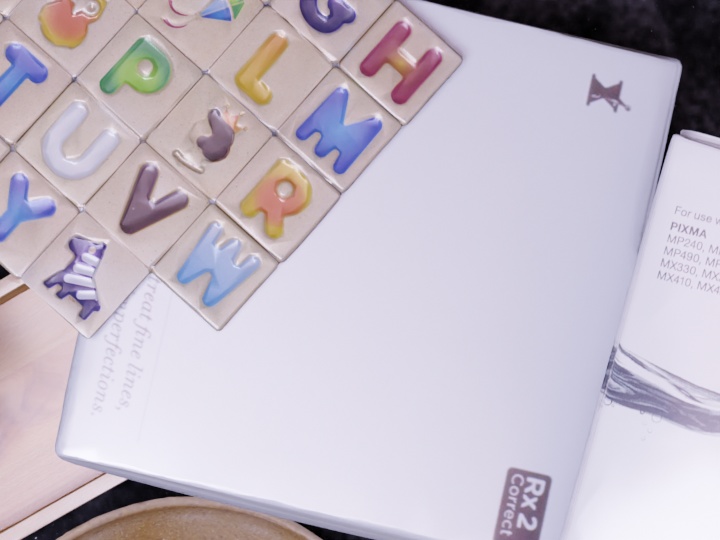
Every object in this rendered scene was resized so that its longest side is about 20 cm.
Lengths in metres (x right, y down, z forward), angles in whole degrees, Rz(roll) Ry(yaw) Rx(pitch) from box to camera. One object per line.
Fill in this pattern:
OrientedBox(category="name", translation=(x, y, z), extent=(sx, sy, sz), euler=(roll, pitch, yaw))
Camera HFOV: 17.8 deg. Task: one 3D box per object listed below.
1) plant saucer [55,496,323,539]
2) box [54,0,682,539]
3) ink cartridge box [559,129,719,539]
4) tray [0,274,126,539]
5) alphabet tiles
OrientedBox(category="plant saucer", translation=(-0.073, 0.194, 0.945), extent=(0.199, 0.035, 0.201), euler=(3, 82, -18))
OrientedBox(category="box", translation=(0.000, 0.000, 0.893), extent=(0.199, 0.131, 0.200), euler=(14, 83, -4))
OrientedBox(category="ink cartridge box", translation=(0.133, 0.064, 0.825), extent=(0.084, 0.145, 0.201), euler=(15, 88, 16))
OrientedBox(category="tray", translation=(-0.152, 0.062, 0.976), extent=(0.199, 0.037, 0.099), euler=(-30, 89, 5))
OrientedBox(category="alphabet tiles", translation=(-0.068, -0.082, 0.827), extent=(0.166, 0.006, 0.200), euler=(42, 83, 2))
